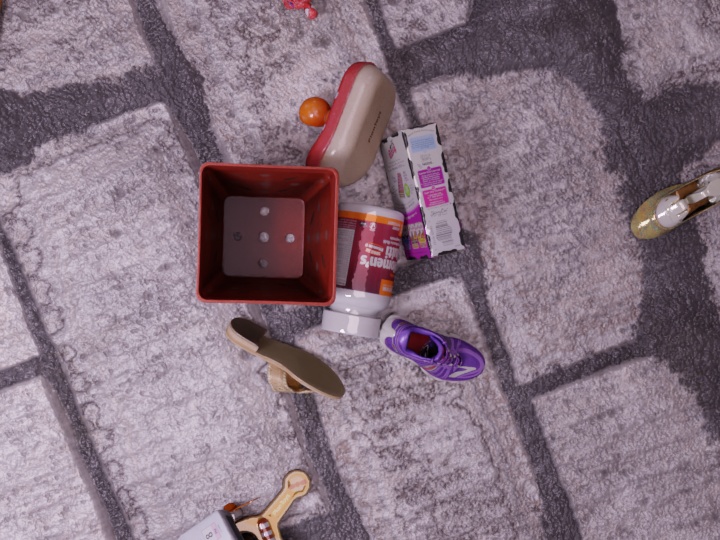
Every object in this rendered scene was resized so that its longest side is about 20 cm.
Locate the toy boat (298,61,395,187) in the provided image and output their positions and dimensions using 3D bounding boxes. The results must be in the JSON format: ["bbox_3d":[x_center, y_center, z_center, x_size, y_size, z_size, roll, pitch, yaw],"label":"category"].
[{"bbox_3d":[-0.038,-0.234,1.578,0.131,0.131,0.200,20,87,23],"label":"toy boat"}]

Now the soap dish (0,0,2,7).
[{"bbox_3d":[-0.628,-0.373,1.503,0.157,0.081,0.200,11,88,-8],"label":"soap dish"}]

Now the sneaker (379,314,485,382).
[{"bbox_3d":[0.122,0.134,1.591,0.200,0.083,0.081,21,90,-31],"label":"sneaker"}]

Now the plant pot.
[{"bbox_3d":[-0.142,-0.052,1.523,0.200,0.176,0.200,2,90,-7],"label":"plant pot"}]

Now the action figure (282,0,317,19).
[{"bbox_3d":[-0.125,-0.481,1.564,0.065,0.099,0.200,-35,97,-5],"label":"action figure"}]

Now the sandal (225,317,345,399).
[{"bbox_3d":[-0.128,0.158,1.594,0.212,0.078,0.070,32,118,0],"label":"sandal"}]

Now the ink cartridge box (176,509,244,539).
[{"bbox_3d":[-0.248,0.485,1.523,0.200,0.057,0.163,-35,65,3],"label":"ink cartridge box"}]

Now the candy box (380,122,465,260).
[{"bbox_3d":[0.095,-0.120,1.573,0.061,0.136,0.200,-15,93,-14],"label":"candy box"}]

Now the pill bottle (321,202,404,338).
[{"bbox_3d":[0.000,0.000,1.576,0.109,0.110,0.200,10,89,-8],"label":"pill bottle"}]

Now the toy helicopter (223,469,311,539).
[{"bbox_3d":[-0.156,0.392,1.589,0.132,0.079,0.200,38,75,3],"label":"toy helicopter"}]

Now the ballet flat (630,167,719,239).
[{"bbox_3d":[0.542,-0.115,1.671,0.200,0.071,0.071,-28,94,-6],"label":"ballet flat"}]
